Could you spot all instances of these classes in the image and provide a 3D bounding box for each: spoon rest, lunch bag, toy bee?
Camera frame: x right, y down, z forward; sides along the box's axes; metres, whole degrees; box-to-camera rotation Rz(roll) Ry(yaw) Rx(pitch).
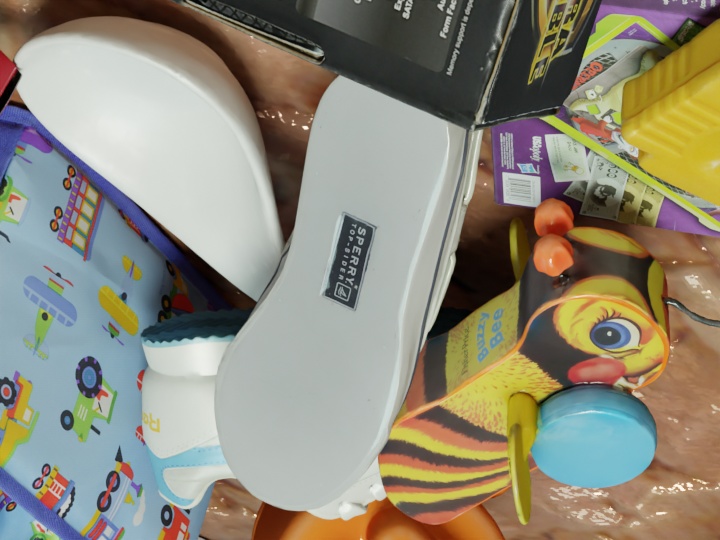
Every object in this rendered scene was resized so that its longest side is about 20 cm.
[{"bbox_3d":[-0.049,-0.033,0.850,0.200,0.061,0.099,34,153,-31],"label":"spoon rest"},{"bbox_3d":[-0.131,0.038,0.919,0.094,0.151,0.200,3,148,21],"label":"lunch bag"},{"bbox_3d":[0.075,0.019,0.812,0.200,0.131,0.109,-38,124,10],"label":"toy bee"}]

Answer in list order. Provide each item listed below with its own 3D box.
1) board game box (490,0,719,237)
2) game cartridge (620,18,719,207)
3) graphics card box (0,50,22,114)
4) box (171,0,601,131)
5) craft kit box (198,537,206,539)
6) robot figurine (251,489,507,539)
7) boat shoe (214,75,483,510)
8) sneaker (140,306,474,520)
[{"bbox_3d":[0.103,-0.077,0.744,0.120,0.032,0.200,13,151,12],"label":"board game box"},{"bbox_3d":[0.207,-0.055,0.695,0.176,0.032,0.200,22,145,-27],"label":"game cartridge"},{"bbox_3d":[-0.235,-0.110,0.795,0.125,0.051,0.200,-12,131,40],"label":"graphics card box"},{"bbox_3d":[-0.022,-0.155,0.436,0.198,0.050,0.200,25,111,25],"label":"box"},{"bbox_3d":[-0.181,0.183,1.295,0.197,0.049,0.200,28,148,-17],"label":"craft kit box"},{"bbox_3d":[0.006,0.140,1.013,0.117,0.144,0.200,7,-176,-6],"label":"robot figurine"},{"bbox_3d":[0.000,0.000,0.815,0.072,0.066,0.200,24,122,17],"label":"boat shoe"},{"bbox_3d":[0.008,0.059,0.921,0.200,0.081,0.077,0,-170,-1],"label":"sneaker"}]
